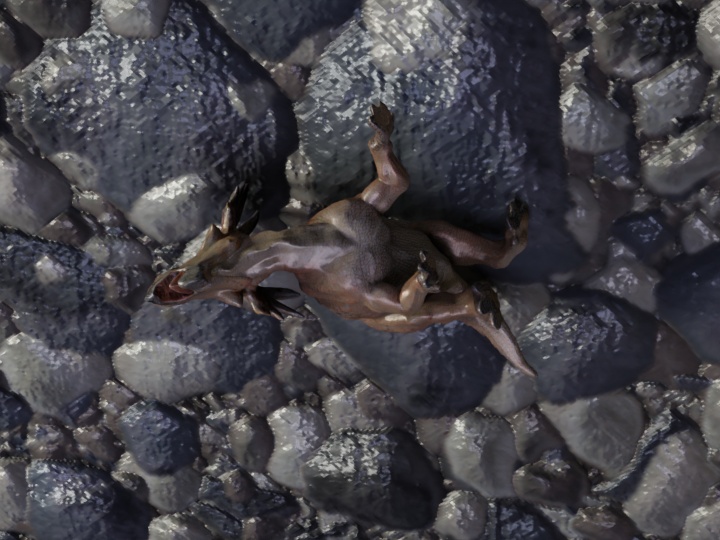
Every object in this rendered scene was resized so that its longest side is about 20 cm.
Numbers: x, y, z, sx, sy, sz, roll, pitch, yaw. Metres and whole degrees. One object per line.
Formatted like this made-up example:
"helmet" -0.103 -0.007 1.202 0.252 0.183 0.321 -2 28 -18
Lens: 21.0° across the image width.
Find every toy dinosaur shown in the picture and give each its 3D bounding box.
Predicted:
"toy dinosaur" 0.000 0.000 0.971 0.135 0.087 0.199 -23 142 39
